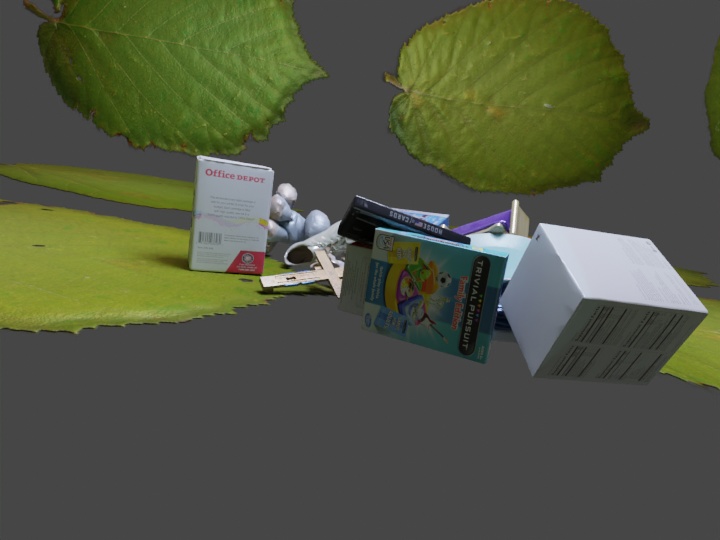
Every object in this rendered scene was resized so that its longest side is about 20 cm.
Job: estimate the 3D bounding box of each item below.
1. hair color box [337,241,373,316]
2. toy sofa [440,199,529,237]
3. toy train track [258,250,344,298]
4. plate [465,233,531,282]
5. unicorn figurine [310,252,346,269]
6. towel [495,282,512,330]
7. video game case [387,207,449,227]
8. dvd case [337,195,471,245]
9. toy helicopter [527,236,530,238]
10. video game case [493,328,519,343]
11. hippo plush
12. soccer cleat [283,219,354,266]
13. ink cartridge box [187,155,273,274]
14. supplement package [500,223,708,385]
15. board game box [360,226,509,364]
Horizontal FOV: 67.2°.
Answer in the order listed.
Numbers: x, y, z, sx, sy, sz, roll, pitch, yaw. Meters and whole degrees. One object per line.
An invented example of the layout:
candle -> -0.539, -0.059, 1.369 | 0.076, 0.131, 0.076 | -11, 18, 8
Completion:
hair color box -> 0.068, 0.028, 0.896 | 0.193, 0.115, 0.064 | 13, 12, 16
toy sofa -> 0.244, -0.078, 1.130 | 0.196, 0.085, 0.097 | -17, -44, 44
toy train track -> -0.093, 0.020, 0.991 | 0.194, 0.033, 0.116 | -6, 51, -33
plate -> 0.244, -0.019, 0.961 | 0.192, 0.026, 0.202 | -3, 26, 1
unicorn figurine -> 0.000, 0.000, 1.120 | 0.135, 0.077, 0.197 | 19, 31, 40
towel -> 0.242, 0.032, 0.942 | 0.108, 0.050, 0.200 | 7, 27, 20
video game case -> 0.093, -0.096, 1.241 | 0.175, 0.047, 0.199 | 9, 21, 23
dvd case -> 0.065, -0.056, 0.892 | 0.193, 0.026, 0.150 | 19, -16, -8
toy helicopter -> 0.297, -0.023, 1.200 | 0.194, 0.082, 0.131 | -4, -2, 28
video game case -> 0.281, 0.093, 0.983 | 0.193, 0.025, 0.182 | 7, 11, -16
hippo plush -> -0.154, -0.081, 1.283 | 0.157, 0.162, 0.201 | 26, -32, 0
soccer cleat -> -0.075, -0.053, 1.161 | 0.194, 0.071, 0.078 | -22, 9, 14
ink cartridge box -> -0.251, -0.105, 1.043 | 0.142, 0.208, 0.085 | 5, 11, -22
supplement package -> 0.334, 0.051, 0.775 | 0.192, 0.154, 0.154 | 6, 39, -15
board game box -> 0.106, 0.032, 0.797 | 0.193, 0.157, 0.047 | 13, 12, 20
